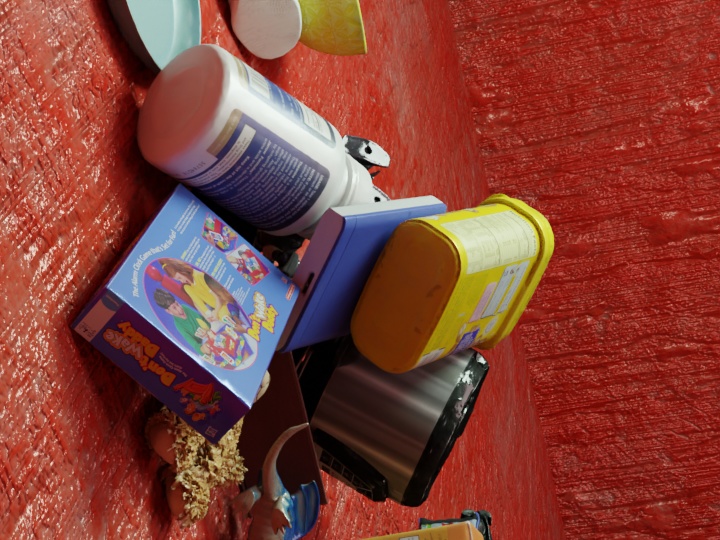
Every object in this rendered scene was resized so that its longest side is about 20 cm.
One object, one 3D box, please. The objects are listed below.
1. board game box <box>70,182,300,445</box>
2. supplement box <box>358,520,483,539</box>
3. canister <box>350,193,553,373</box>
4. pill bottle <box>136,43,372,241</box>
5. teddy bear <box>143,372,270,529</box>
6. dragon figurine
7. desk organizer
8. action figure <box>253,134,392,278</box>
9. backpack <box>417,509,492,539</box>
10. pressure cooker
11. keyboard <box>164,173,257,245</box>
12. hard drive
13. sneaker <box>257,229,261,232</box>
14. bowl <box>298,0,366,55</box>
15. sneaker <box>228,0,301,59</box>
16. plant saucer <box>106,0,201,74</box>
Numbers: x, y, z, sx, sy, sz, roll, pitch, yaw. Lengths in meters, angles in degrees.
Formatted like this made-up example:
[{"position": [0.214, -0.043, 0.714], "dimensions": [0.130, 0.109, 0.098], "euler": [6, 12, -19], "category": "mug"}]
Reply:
[{"position": [-0.125, 0.027, 1.080], "dimensions": [0.134, 0.045, 0.200], "euler": [41, 24, -10], "category": "board game box"}, {"position": [0.016, 0.283, 1.312], "dimensions": [0.067, 0.198, 0.069], "euler": [53, 27, -63], "category": "supplement box"}, {"position": [0.086, 0.012, 1.312], "dimensions": [0.199, 0.086, 0.149], "euler": [-13, 133, -59], "category": "canister"}, {"position": [-0.083, -0.098, 1.206], "dimensions": [0.199, 0.110, 0.112], "euler": [31, 46, -41], "category": "pill bottle"}, {"position": [-0.118, 0.118, 1.147], "dimensions": [0.200, 0.066, 0.147], "euler": [-43, 125, -74], "category": "teddy bear"}, {"position": [-0.072, 0.210, 1.224], "dimensions": [0.099, 0.058, 0.202], "euler": [-35, 134, -69], "category": "dragon figurine"}, {"position": [-0.081, 0.114, 1.286], "dimensions": [0.072, 0.076, 0.202], "euler": [-59, 138, -70], "category": "desk organizer"}, {"position": [-0.046, -0.052, 1.379], "dimensions": [0.069, 0.199, 0.131], "euler": [18, 61, -31], "category": "action figure"}, {"position": [0.106, 0.421, 1.718], "dimensions": [0.201, 0.146, 0.184], "euler": [-89, 165, -50], "category": "backpack"}, {"position": [0.010, 0.122, 1.425], "dimensions": [0.177, 0.199, 0.179], "euler": [-66, 172, 23], "category": "pressure cooker"}, {"position": [-0.128, -0.097, 1.280], "dimensions": [0.104, 0.039, 0.201], "euler": [41, 41, -27], "category": "keyboard"}, {"position": [0.000, 0.000, 1.260], "dimensions": [0.200, 0.025, 0.133], "euler": [-12, 132, -62], "category": "hard drive"}, {"position": [-0.111, -0.109, 1.362], "dimensions": [0.089, 0.075, 0.201], "euler": [59, 15, -30], "category": "sneaker"}, {"position": [-0.066, -0.326, 1.562], "dimensions": [0.200, 0.107, 0.202], "euler": [168, -90, -89], "category": "bowl"}, {"position": [-0.116, -0.314, 1.472], "dimensions": [0.201, 0.075, 0.089], "euler": [66, 8, -45], "category": "sneaker"}, {"position": [-0.185, -0.260, 1.217], "dimensions": [0.200, 0.027, 0.202], "euler": [-10, 90, -77], "category": "plant saucer"}]
